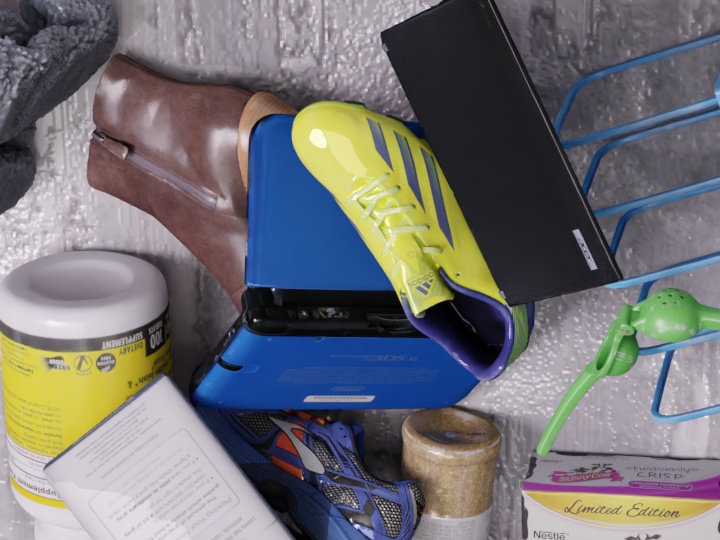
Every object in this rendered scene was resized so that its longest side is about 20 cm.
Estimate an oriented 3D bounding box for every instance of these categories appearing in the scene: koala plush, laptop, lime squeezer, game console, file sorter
[{"bbox_3d":[-0.290,-0.138,1.449,0.200,0.184,0.178,38,114,7],"label":"koala plush"},{"bbox_3d":[0.096,-0.081,1.351,0.103,0.200,0.178,-23,96,25],"label":"laptop"},{"bbox_3d":[0.170,0.046,1.365,0.200,0.038,0.071,-27,135,26],"label":"lime squeezer"},{"bbox_3d":[0.000,0.000,1.469,0.199,0.119,0.171,2,149,-27],"label":"game console"},{"bbox_3d":[0.207,-0.028,1.407,0.122,0.139,0.201,-16,109,20],"label":"file sorter"}]

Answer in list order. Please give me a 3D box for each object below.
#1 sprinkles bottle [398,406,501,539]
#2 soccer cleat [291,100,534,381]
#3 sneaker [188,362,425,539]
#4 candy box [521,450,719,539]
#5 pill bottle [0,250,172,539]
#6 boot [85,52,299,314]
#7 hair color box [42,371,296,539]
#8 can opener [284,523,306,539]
[{"bbox_3d":[0.051,0.194,1.566,0.068,0.068,0.201,9,114,7],"label":"sprinkles bottle"},{"bbox_3d":[0.032,-0.018,1.378,0.065,0.084,0.200,-30,113,33],"label":"soccer cleat"},{"bbox_3d":[-0.035,0.124,1.534,0.078,0.075,0.200,-45,67,-10],"label":"sneaker"},{"bbox_3d":[0.177,0.224,1.559,0.136,0.061,0.201,1,112,11],"label":"candy box"},{"bbox_3d":[-0.179,0.098,1.546,0.112,0.113,0.201,3,114,10],"label":"pill bottle"},{"bbox_3d":[-0.099,-0.033,1.516,0.166,0.072,0.201,19,120,18],"label":"boot"},{"bbox_3d":[-0.100,0.172,1.464,0.099,0.061,0.200,-38,93,-5],"label":"hair color box"},{"bbox_3d":[0.008,0.224,1.538,0.200,0.079,0.063,28,160,35],"label":"can opener"}]
